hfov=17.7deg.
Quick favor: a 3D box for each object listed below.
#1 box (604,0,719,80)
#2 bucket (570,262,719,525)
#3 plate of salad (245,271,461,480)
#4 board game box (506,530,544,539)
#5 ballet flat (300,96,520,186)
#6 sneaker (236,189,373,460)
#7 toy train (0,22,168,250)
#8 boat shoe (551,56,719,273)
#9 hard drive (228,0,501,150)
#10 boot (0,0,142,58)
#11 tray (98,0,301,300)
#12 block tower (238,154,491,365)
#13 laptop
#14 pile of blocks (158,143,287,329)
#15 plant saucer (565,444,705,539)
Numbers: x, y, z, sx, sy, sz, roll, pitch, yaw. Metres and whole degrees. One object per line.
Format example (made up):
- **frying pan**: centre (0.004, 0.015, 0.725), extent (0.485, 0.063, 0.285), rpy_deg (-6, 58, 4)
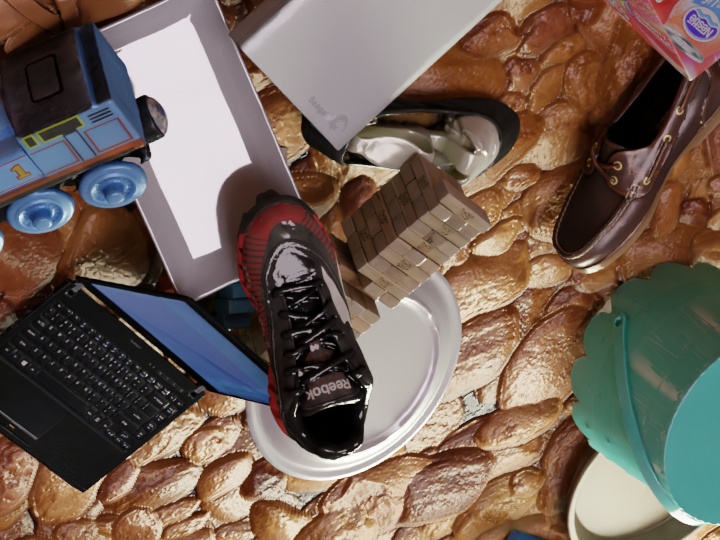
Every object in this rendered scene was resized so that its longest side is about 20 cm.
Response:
- **box**: centre (0.193, -0.237, 1.584), extent (0.095, 0.200, 0.103), rpy_deg (-38, 137, 0)
- **bucket**: centre (0.292, 0.107, 1.948), extent (0.206, 0.135, 0.208), rpy_deg (-11, 118, -22)
- **plate of salad**: centre (-0.008, 0.073, 1.816), extent (0.199, 0.048, 0.201), rpy_deg (-18, 124, -28)
- **board game box**: centre (0.171, 0.329, 2.139), extent (0.199, 0.045, 0.152), rpy_deg (23, 110, -42)
- **ballet flat**: centre (0.047, -0.091, 1.703), extent (0.199, 0.068, 0.068), rpy_deg (1, 122, -34)
- **sneaker**: centre (-0.034, 0.044, 1.582), extent (0.070, 0.098, 0.201), rpy_deg (-16, 117, -11)
- **toy train**: centre (-0.226, -0.078, 1.500), extent (0.199, 0.087, 0.114), rpy_deg (-21, 146, 8)
- **boat shoe**: centre (0.210, -0.092, 1.808), extent (0.070, 0.070, 0.201), rpy_deg (27, 99, -50)
- **hard drive**: centre (0.021, -0.188, 1.577), extent (0.200, 0.026, 0.132), rpy_deg (-43, 136, 3)
- **boot**: centre (-0.200, -0.220, 1.440), extent (0.154, 0.074, 0.200), rpy_deg (-36, 133, 3)
- **tray**: centre (-0.115, -0.087, 1.583), extent (0.107, 0.022, 0.201), rpy_deg (-25, 108, -8)
- **block tower**: centre (0.000, 0.000, 1.683), extent (0.200, 0.058, 0.054), rpy_deg (-39, 134, 20)
- **laptop**: centre (-0.166, 0.093, 1.678), extent (0.200, 0.103, 0.177), rpy_deg (-38, 134, 7)
- **pile of blocks**: centre (-0.106, -0.009, 1.661), extent (0.062, 0.082, 0.201), rpy_deg (-4, 127, -30)
- **plant saucer**: centre (0.267, 0.183, 2.095), extent (0.199, 0.029, 0.201), rpy_deg (-17, 131, -21)
